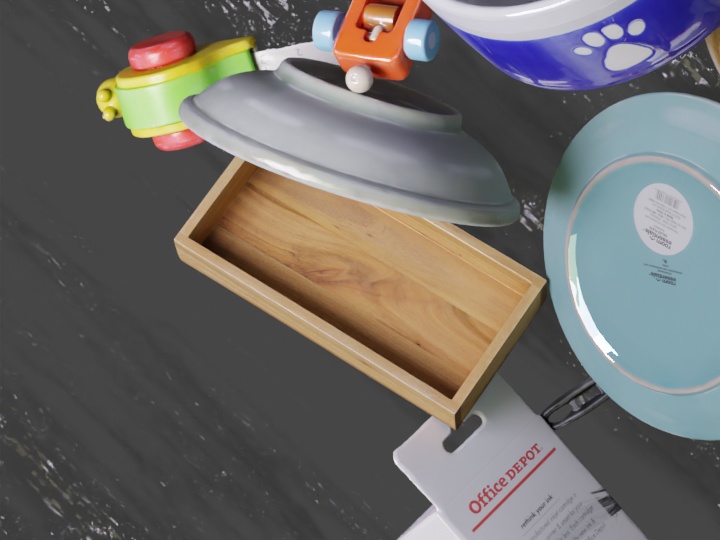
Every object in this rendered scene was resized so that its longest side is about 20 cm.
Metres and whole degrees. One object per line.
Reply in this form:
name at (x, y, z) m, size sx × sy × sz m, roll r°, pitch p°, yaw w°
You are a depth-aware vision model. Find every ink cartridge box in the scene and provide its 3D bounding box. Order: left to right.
ink cartridge box at (0.098, 0.170, 1.533) m, size 0.200 × 0.116 × 0.068 m, roll 49°, pitch 136°, yaw 2°

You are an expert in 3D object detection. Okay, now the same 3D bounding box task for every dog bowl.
dog bowl at (0.115, -0.194, 1.303) m, size 0.200 × 0.200 × 0.079 m, roll -9°, pitch 149°, yaw 33°

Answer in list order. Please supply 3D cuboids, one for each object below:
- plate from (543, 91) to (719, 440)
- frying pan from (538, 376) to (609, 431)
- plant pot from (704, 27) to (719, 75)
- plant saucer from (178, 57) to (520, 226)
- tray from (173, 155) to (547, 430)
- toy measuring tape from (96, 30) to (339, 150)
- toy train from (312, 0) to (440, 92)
plate at (0.173, 0.001, 1.431) m, size 0.200 × 0.026 × 0.200 m, roll 16°, pitch 113°, yaw 41°
frying pan at (0.166, 0.034, 1.490) m, size 0.190 × 0.031 × 0.115 m, roll -11°, pitch 104°, yaw 31°
plant pot at (0.256, -0.110, 1.321) m, size 0.200 × 0.027 × 0.200 m, roll 28°, pitch 145°, yaw 22°
plant saucer at (0.000, -0.080, 1.437) m, size 0.200 × 0.200 × 0.050 m, roll 22°, pitch 101°, yaw 20°
tray at (0.000, 0.000, 1.526) m, size 0.200 × 0.099 × 0.037 m, roll 31°, pitch 163°, yaw 15°
toy measuring tape at (-0.082, -0.112, 1.537) m, size 0.200 × 0.074 × 0.074 m, roll -6°, pitch 109°, yaw 33°
toy train at (0.083, -0.146, 1.397) m, size 0.200 × 0.150 × 0.056 m, roll 5°, pitch 152°, yaw 24°
